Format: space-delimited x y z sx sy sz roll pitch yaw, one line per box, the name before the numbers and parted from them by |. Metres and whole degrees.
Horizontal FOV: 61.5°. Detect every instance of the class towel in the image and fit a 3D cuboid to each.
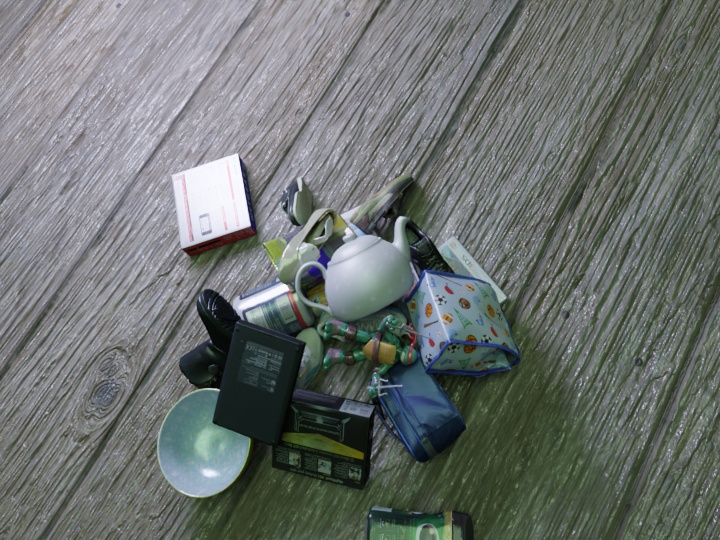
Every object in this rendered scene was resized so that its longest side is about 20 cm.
towel | -0.093 -0.045 1.285 0.197 0.023 0.145 -25 60 -23

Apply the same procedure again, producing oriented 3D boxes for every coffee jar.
coffee jar | 0.109 0.492 1.105 0.194 0.086 0.107 -1 67 11

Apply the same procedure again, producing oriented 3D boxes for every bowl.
bowl | -0.297 0.350 1.221 0.194 0.108 0.206 -3 70 8

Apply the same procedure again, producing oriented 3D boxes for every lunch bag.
lunch bag | 0.098 0.259 1.163 0.131 0.136 0.202 -34 66 -4
lunch bag | 0.202 0.106 1.162 0.195 0.125 0.173 5 50 -26

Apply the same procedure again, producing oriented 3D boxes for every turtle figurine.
turtle figurine | 0.030 0.151 1.112 0.194 0.100 0.154 7 95 15

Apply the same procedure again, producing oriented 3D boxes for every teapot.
teapot | 0.000 0.000 1.192 0.195 0.199 0.149 -21 99 42

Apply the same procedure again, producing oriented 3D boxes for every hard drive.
hard drive | -0.192 0.212 1.135 0.136 0.033 0.205 17 97 8

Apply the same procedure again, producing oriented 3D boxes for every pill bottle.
pill bottle | -0.207 0.096 1.290 0.196 0.120 0.122 -23 68 2

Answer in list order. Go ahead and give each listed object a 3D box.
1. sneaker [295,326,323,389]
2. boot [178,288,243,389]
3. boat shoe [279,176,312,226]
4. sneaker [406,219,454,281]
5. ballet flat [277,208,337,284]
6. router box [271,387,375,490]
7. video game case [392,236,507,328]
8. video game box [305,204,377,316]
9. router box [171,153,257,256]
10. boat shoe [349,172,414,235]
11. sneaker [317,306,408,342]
sneaker | -0.139 0.210 1.257 0.075 0.081 0.204 20 74 18
boot | -0.302 0.150 1.202 0.166 0.201 0.077 -30 32 15
boat shoe | -0.148 -0.144 1.350 0.066 0.073 0.201 -23 27 7
sneaker | 0.135 -0.022 1.259 0.075 0.088 0.201 -37 68 -5
ballet flat | -0.101 -0.054 1.228 0.068 0.070 0.203 15 53 15
router box | -0.074 0.323 1.176 0.194 0.052 0.162 10 108 14
video game case | 0.179 0.054 1.283 0.198 0.023 0.183 -38 68 -4
video game box | -0.044 -0.024 1.341 0.196 0.047 0.185 -25 64 1
router box | -0.351 -0.158 1.445 0.175 0.049 0.205 -16 68 5
boat shoe | 0.057 -0.145 1.339 0.065 0.072 0.199 50 56 0
sneaker | 0.001 0.121 1.249 0.194 0.087 0.077 -2 102 14
